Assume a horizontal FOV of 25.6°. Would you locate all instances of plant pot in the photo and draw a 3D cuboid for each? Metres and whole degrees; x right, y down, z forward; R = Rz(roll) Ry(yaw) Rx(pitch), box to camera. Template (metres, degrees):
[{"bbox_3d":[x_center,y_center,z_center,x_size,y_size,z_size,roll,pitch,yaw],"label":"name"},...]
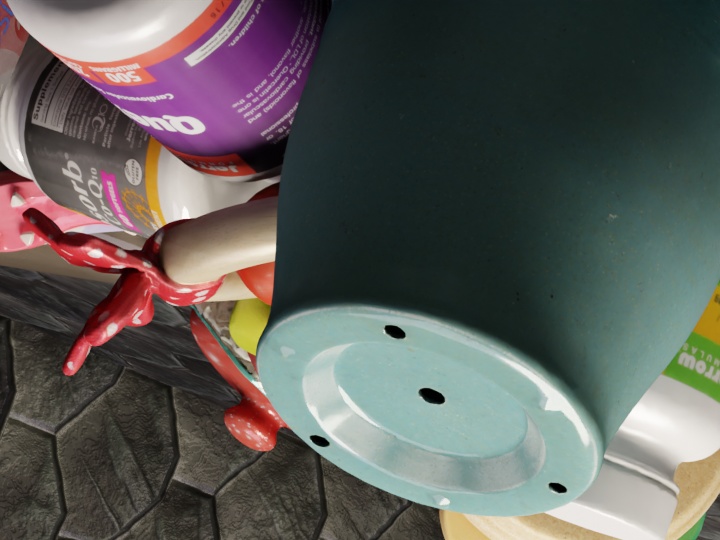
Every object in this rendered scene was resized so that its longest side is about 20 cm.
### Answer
[{"bbox_3d":[0.052,-0.014,0.628,0.199,0.189,0.200,16,147,11],"label":"plant pot"}]

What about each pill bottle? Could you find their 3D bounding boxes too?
[{"bbox_3d":[0.139,0.027,0.782,0.111,0.201,0.111,19,169,4],"label":"pill bottle"},{"bbox_3d":[-0.130,-0.081,0.945,0.199,0.117,0.116,18,170,41],"label":"pill bottle"},{"bbox_3d":[-0.069,-0.112,0.727,0.112,0.113,0.200,14,167,27],"label":"pill bottle"}]

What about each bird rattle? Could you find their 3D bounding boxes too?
[{"bbox_3d":[-0.053,-0.013,0.776,0.163,0.113,0.200,-21,158,38],"label":"bird rattle"}]

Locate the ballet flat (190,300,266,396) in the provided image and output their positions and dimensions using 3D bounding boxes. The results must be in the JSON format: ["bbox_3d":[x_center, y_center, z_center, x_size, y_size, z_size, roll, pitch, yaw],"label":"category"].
[{"bbox_3d":[-0.083,0.014,1.036,0.072,0.072,0.200,30,-173,-38],"label":"ballet flat"}]

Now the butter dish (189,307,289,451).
[{"bbox_3d":[-0.045,0.062,1.142,0.200,0.148,0.199,44,158,-27],"label":"butter dish"}]

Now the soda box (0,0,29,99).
[{"bbox_3d":[-0.240,-0.099,0.855,0.063,0.201,0.070,16,167,22],"label":"soda box"}]

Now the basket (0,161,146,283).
[{"bbox_3d":[-0.233,-0.063,1.184,0.199,0.136,0.181,15,145,5],"label":"basket"}]

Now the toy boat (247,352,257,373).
[{"bbox_3d":[0.000,0.000,0.974,0.200,0.131,0.131,6,-141,-55],"label":"toy boat"}]

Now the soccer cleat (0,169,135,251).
[{"bbox_3d":[-0.169,-0.053,1.070,0.199,0.067,0.077,-8,-156,7],"label":"soccer cleat"}]

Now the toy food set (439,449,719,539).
[{"bbox_3d":[0.121,0.066,0.856,0.197,0.201,0.049,-17,178,-16],"label":"toy food set"}]
